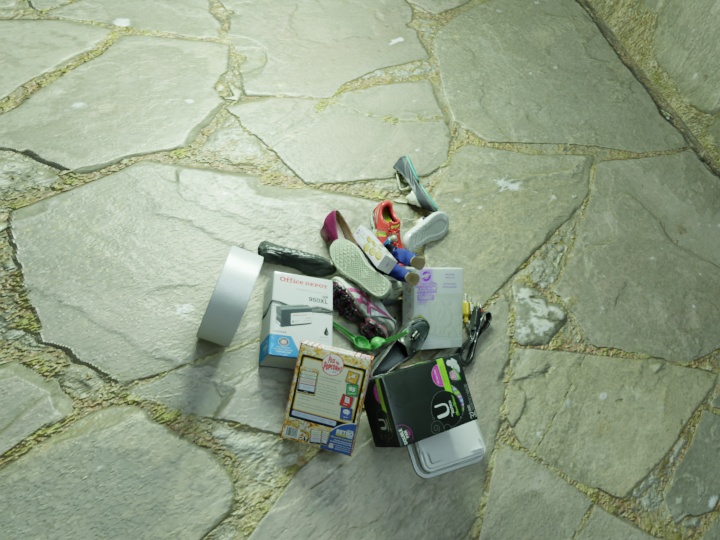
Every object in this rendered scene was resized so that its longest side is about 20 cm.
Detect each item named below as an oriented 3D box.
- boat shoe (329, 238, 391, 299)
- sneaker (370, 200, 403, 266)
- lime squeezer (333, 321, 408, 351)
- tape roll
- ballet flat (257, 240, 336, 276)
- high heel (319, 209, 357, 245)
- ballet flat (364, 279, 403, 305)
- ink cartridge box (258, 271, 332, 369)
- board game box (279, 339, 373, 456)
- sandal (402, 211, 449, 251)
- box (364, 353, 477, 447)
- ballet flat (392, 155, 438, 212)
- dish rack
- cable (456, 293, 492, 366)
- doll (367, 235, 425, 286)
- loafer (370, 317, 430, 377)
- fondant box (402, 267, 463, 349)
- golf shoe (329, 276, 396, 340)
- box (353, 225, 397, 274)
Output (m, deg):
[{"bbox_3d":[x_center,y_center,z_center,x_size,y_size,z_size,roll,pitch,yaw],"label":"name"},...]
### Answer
[{"bbox_3d":[0.000,0.000,1.274,0.200,0.062,0.075,42,88,22],"label":"boat shoe"},{"bbox_3d":[0.077,-0.095,1.401,0.077,0.085,0.200,-7,67,-27],"label":"sneaker"},{"bbox_3d":[0.022,0.155,1.237,0.038,0.200,0.071,-29,121,-62],"label":"lime squeezer"},{"bbox_3d":[-0.268,0.052,1.089,0.071,0.202,0.203,22,57,-12],"label":"tape roll"},{"bbox_3d":[-0.149,-0.032,1.275,0.200,0.066,0.057,16,42,-20],"label":"ballet flat"},{"bbox_3d":[-0.022,-0.059,1.327,0.067,0.096,0.200,-28,78,-34],"label":"high heel"},{"bbox_3d":[0.106,0.047,1.348,0.200,0.072,0.072,-1,64,-25],"label":"ballet flat"},{"bbox_3d":[-0.141,0.114,1.185,0.144,0.084,0.200,10,59,-21],"label":"ink cartridge box"},{"bbox_3d":[-0.067,0.257,1.078,0.151,0.046,0.200,13,91,6],"label":"board game box"},{"bbox_3d":[0.177,-0.117,1.478,0.050,0.083,0.203,20,33,39],"label":"sandal"},{"bbox_3d":[0.121,0.279,1.136,0.200,0.124,0.149,-10,79,-27],"label":"box"},{"bbox_3d":[0.152,-0.238,1.529,0.073,0.073,0.200,-18,73,-32],"label":"ballet flat"},{"bbox_3d":[0.199,0.375,1.232,0.200,0.044,0.172,-6,68,-27],"label":"dish rack"},{"bbox_3d":[0.295,0.166,1.405,0.097,0.050,0.200,29,66,-29],"label":"cable"},{"bbox_3d":[0.074,-0.018,1.304,0.048,0.200,0.137,15,97,-34],"label":"doll"},{"bbox_3d":[0.092,0.188,1.223,0.200,0.063,0.072,-43,93,-9],"label":"loafer"},{"bbox_3d":[0.180,0.092,1.316,0.144,0.058,0.200,0,90,-25],"label":"fondant box"},{"bbox_3d":[0.003,0.086,1.283,0.200,0.073,0.092,46,44,-6],"label":"golf shoe"},{"bbox_3d":[0.033,-0.055,1.308,0.039,0.041,0.200,29,14,-29],"label":"box"}]
